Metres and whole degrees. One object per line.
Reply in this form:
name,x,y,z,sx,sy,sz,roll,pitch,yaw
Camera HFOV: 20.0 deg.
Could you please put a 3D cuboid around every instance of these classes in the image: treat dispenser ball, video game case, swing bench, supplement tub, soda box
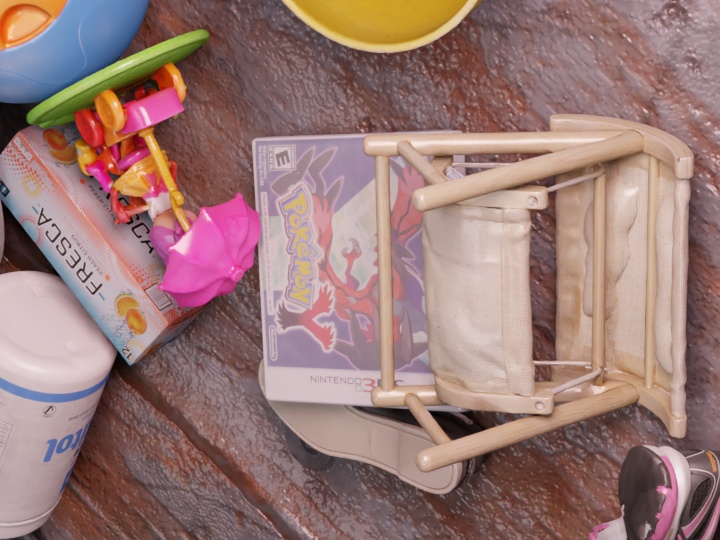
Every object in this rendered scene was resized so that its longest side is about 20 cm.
treat dispenser ball,-0.252,-0.225,1.501,0.199,0.201,0.203,15,118,30
video game case,0.000,0.000,1.505,0.181,0.023,0.202,1,95,35
swing bench,0.114,0.010,1.371,0.130,0.198,0.201,-129,34,-64
supplement tub,-0.290,0.113,1.720,0.132,0.132,0.201,37,128,16
soda box,-0.210,-0.027,1.646,0.201,0.063,0.068,52,130,6

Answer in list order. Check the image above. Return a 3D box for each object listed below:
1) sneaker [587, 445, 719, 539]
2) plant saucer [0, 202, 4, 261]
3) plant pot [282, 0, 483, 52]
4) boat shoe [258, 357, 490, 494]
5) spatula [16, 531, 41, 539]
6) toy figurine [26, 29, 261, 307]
sneaker,0.219,0.194,1.429,0.201,0.086,0.081,105,155,-53
plant saucer,-0.363,-0.080,1.697,0.200,0.050,0.202,39,140,41
plant pot,0.039,-0.257,1.317,0.199,0.142,0.202,15,118,30
boat shoe,0.011,0.112,1.563,0.199,0.057,0.067,25,119,31
spatula,-0.343,0.180,1.858,0.056,0.021,0.201,-31,91,38
toy figurine,-0.153,-0.060,1.541,0.200,0.149,0.185,-19,97,63
